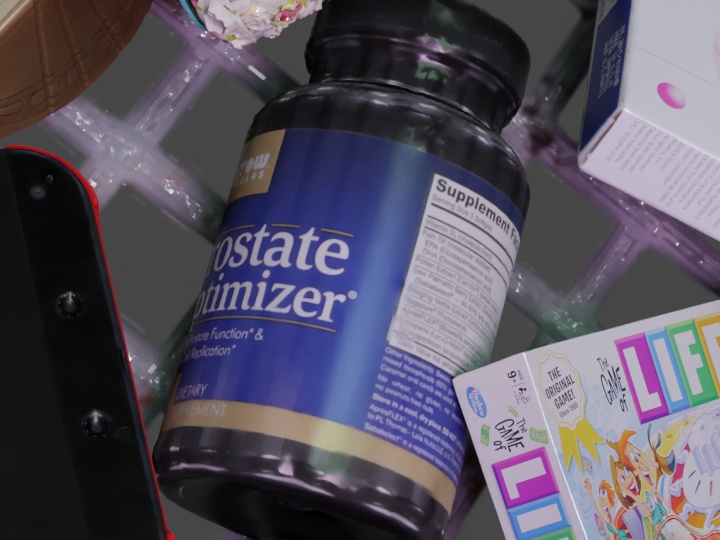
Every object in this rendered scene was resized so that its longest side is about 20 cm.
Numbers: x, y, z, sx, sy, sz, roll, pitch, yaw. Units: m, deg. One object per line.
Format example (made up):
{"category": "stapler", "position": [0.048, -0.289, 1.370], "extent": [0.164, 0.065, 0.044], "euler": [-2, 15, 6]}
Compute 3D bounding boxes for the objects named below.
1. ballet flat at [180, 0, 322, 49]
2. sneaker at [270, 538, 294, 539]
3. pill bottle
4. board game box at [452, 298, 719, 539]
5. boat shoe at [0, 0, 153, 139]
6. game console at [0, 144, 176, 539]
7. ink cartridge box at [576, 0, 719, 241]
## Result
{"category": "ballet flat", "position": [-0.005, -0.152, 1.030], "extent": [0.076, 0.064, 0.200], "euler": [57, 38, -27]}
{"category": "sneaker", "position": [0.013, 0.190, 0.988], "extent": [0.083, 0.072, 0.200], "euler": [-40, 94, -23]}
{"category": "pill bottle", "position": [0.000, 0.000, 1.005], "extent": [0.112, 0.112, 0.200], "euler": [20, 71, -16]}
{"category": "board game box", "position": [0.121, 0.085, 1.020], "extent": [0.200, 0.034, 0.135], "euler": [-12, 81, -55]}
{"category": "boat shoe", "position": [-0.113, -0.132, 1.025], "extent": [0.072, 0.072, 0.200], "euler": [27, 67, 21]}
{"category": "game console", "position": [-0.164, 0.049, 0.945], "extent": [0.177, 0.031, 0.200], "euler": [-8, 62, -14]}
{"category": "ink cartridge box", "position": [0.187, -0.070, 1.085], "extent": [0.200, 0.043, 0.196], "euler": [26, 41, -13]}
